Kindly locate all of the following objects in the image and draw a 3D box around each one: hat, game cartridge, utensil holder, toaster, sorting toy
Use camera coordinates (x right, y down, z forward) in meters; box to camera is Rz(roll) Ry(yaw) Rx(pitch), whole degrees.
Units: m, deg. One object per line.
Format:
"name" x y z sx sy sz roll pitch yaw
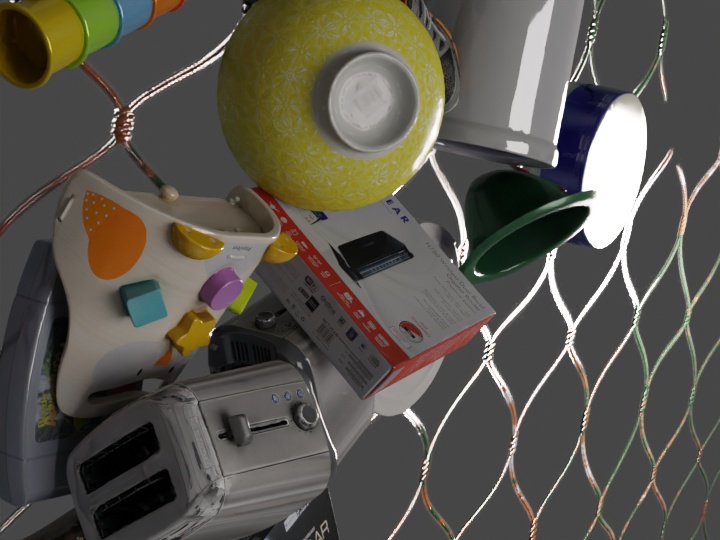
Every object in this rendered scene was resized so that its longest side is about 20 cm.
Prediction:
"hat" 0.135 -0.099 1.507 0.165 0.176 0.200 -22 163 -17
"game cartridge" -0.217 0.075 1.097 0.133 0.041 0.201 -3 105 -55
"utensil holder" 0.128 -0.214 1.425 0.170 0.169 0.201 11 90 -60
"toaster" -0.055 0.107 1.306 0.129 0.113 0.201 -43 135 -47
"toaster" -0.126 0.146 1.074 0.129 0.200 0.114 -3 69 -48
"sorting toy" -0.150 0.030 1.085 0.200 0.107 0.180 0 121 -59

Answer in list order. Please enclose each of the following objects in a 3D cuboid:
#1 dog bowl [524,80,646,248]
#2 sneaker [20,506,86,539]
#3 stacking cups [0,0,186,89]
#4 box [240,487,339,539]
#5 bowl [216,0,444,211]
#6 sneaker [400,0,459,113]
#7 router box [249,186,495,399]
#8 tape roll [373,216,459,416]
"dog bowl" 0.282 -0.131 1.805 0.200 0.079 0.201 -33 130 -50
"sneaker" -0.232 0.241 1.101 0.200 0.075 0.071 -40 135 -46
"stacking cups" -0.180 -0.192 1.027 0.200 0.060 0.061 -44 138 -49
"box" -0.094 0.303 1.396 0.200 0.043 0.161 -47 140 -39
"bowl" -0.008 -0.141 1.185 0.199 0.108 0.201 -4 101 -22
"sneaker" 0.030 -0.217 1.290 0.200 0.078 0.077 55 9 -27
"router box" 0.000 0.000 1.278 0.049 0.200 0.179 -49 165 33
"tape roll" 0.023 0.041 1.453 0.202 0.071 0.203 -31 128 -50
